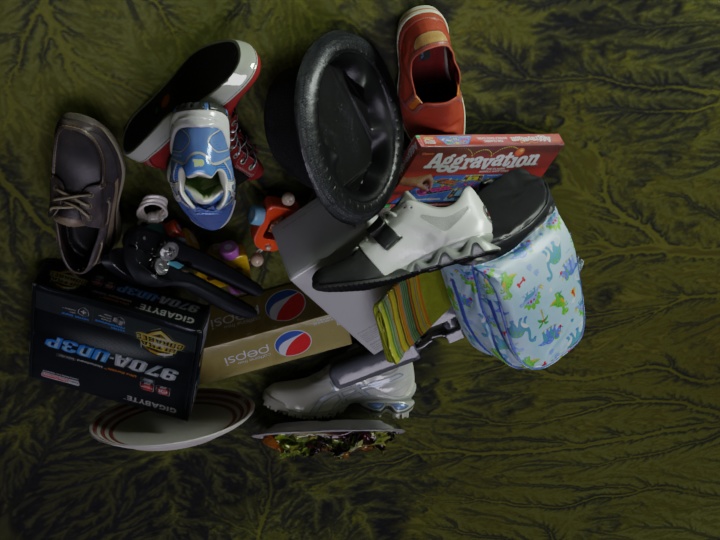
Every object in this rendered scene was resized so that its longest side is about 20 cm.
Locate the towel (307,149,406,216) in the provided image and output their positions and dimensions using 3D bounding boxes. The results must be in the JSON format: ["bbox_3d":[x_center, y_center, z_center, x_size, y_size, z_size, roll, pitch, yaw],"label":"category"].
[{"bbox_3d":[0.001,-0.060,1.658,0.132,0.035,0.200,3,133,-19],"label":"towel"}]

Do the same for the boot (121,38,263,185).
[{"bbox_3d":[-0.133,-0.153,1.483,0.144,0.073,0.200,23,141,-33],"label":"boot"}]

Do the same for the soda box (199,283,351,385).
[{"bbox_3d":[-0.116,0.071,1.730,0.199,0.068,0.064,-16,137,0],"label":"soda box"}]

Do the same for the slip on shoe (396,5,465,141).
[{"bbox_3d":[0.077,-0.187,1.532,0.074,0.061,0.200,-15,138,-4],"label":"slip on shoe"}]

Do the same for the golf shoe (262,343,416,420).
[{"bbox_3d":[-0.027,0.136,1.840,0.199,0.078,0.098,-2,110,-14],"label":"golf shoe"}]

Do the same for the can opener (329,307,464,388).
[{"bbox_3d":[0.049,0.078,1.763,0.199,0.053,0.067,-22,107,9],"label":"can opener"}]

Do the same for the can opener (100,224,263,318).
[{"bbox_3d":[-0.184,0.001,1.579,0.200,0.078,0.064,20,84,-38],"label":"can opener"}]

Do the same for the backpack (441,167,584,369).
[{"bbox_3d":[0.172,0.016,1.619,0.163,0.154,0.201,-33,138,-30],"label":"backpack"}]

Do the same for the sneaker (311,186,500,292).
[{"bbox_3d":[0.039,-0.033,1.508,0.199,0.089,0.074,-17,175,2],"label":"sneaker"}]

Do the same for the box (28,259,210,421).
[{"bbox_3d":[-0.279,0.082,1.658,0.199,0.046,0.159,16,133,1],"label":"box"}]

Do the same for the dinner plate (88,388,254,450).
[{"bbox_3d":[-0.225,0.183,1.731,0.199,0.200,0.024,-7,104,-10],"label":"dinner plate"}]

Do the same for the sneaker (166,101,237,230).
[{"bbox_3d":[-0.163,-0.088,1.455,0.075,0.077,0.200,-2,154,0],"label":"sneaker"}]

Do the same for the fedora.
[{"bbox_3d":[-0.037,-0.147,1.494,0.091,0.201,0.201,3,148,35],"label":"fedora"}]

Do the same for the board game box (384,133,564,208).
[{"bbox_3d":[0.125,-0.112,1.612,0.199,0.019,0.103,-4,143,-32],"label":"board game box"}]

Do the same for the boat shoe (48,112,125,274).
[{"bbox_3d":[-0.289,-0.074,1.513,0.074,0.073,0.200,8,136,8],"label":"boat shoe"}]

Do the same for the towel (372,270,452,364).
[{"bbox_3d":[0.087,0.015,1.626,0.200,0.018,0.086,-43,135,-31],"label":"towel"}]

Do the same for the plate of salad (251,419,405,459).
[{"bbox_3d":[-0.041,0.220,1.856,0.199,0.048,0.200,-2,170,0],"label":"plate of salad"}]

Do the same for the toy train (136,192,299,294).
[{"bbox_3d":[-0.165,-0.047,1.611,0.199,0.056,0.151,5,130,-24],"label":"toy train"}]

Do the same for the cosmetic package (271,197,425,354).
[{"bbox_3d":[0.000,0.000,1.626,0.107,0.085,0.200,-32,140,10],"label":"cosmetic package"}]
